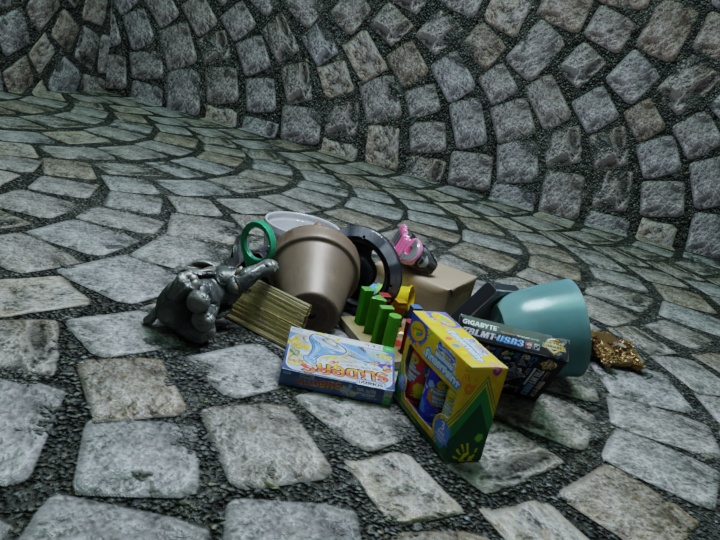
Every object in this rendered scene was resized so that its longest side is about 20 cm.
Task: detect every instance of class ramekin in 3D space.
[{"bbox_3d":[-0.155,-0.070,1.791,0.198,0.106,0.200,12,19,-4],"label":"ramekin"}]

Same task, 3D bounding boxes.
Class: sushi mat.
[{"bbox_3d":[-0.187,0.075,1.357,0.199,0.097,0.012,23,7,27],"label":"sushi mat"}]

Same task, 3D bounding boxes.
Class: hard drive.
[{"bbox_3d":[0.266,0.083,1.519,0.033,0.140,0.199,51,19,20],"label":"hard drive"}]

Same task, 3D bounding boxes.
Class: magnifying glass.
[{"bbox_3d":[-0.207,0.000,1.388,0.079,0.202,0.022,18,19,28],"label":"magnifying glass"}]

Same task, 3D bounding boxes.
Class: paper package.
[{"bbox_3d":[0.150,0.042,1.677,0.199,0.105,0.190,21,20,25],"label":"paper package"}]

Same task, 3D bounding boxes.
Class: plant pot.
[{"bbox_3d":[0.359,0.125,1.445,0.159,0.203,0.201,-5,20,-5],"label":"plant pot"},{"bbox_3d":[-0.098,0.034,1.428,0.198,0.202,0.175,11,35,-7],"label":"plant pot"}]

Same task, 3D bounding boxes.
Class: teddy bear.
[{"bbox_3d":[0.563,0.184,1.628,0.198,0.067,0.145,12,26,-24],"label":"teddy bear"}]

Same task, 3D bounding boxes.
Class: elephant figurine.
[{"bbox_3d":[-0.276,0.039,1.316,0.154,0.142,0.200,31,36,8],"label":"elephant figurine"}]

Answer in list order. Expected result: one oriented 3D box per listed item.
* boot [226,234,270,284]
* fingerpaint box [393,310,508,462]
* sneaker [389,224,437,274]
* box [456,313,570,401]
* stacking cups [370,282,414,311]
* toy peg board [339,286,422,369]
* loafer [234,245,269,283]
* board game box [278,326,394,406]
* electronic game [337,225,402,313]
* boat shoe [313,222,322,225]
[{"bbox_3d":[-0.240,-0.008,1.627,0.130,0.070,0.201,13,31,-9],"label":"boot"},{"bbox_3d":[0.137,0.183,1.145,0.073,0.168,0.200,4,21,-25],"label":"fingerpaint box"},{"bbox_3d":[0.127,-0.043,1.663,0.095,0.079,0.200,31,12,-21],"label":"sneaker"},{"bbox_3d":[0.254,0.163,1.278,0.196,0.201,0.050,12,60,3],"label":"box"},{"bbox_3d":[0.021,0.051,1.588,0.198,0.061,0.060,7,16,18],"label":"stacking cups"},{"bbox_3d":[0.089,0.111,1.436,0.197,0.099,0.200,4,21,-26],"label":"toy peg board"},{"bbox_3d":[-0.223,-0.006,1.511,0.072,0.063,0.200,37,49,13],"label":"loafer"},{"bbox_3d":[-0.038,0.168,1.248,0.198,0.035,0.136,12,27,-5],"label":"board game box"},{"bbox_3d":[0.000,0.000,1.535,0.198,0.202,0.042,21,25,22],"label":"electronic game"},{"bbox_3d":[-0.078,-0.043,1.664,0.075,0.074,0.200,19,-21,24],"label":"boat shoe"}]
